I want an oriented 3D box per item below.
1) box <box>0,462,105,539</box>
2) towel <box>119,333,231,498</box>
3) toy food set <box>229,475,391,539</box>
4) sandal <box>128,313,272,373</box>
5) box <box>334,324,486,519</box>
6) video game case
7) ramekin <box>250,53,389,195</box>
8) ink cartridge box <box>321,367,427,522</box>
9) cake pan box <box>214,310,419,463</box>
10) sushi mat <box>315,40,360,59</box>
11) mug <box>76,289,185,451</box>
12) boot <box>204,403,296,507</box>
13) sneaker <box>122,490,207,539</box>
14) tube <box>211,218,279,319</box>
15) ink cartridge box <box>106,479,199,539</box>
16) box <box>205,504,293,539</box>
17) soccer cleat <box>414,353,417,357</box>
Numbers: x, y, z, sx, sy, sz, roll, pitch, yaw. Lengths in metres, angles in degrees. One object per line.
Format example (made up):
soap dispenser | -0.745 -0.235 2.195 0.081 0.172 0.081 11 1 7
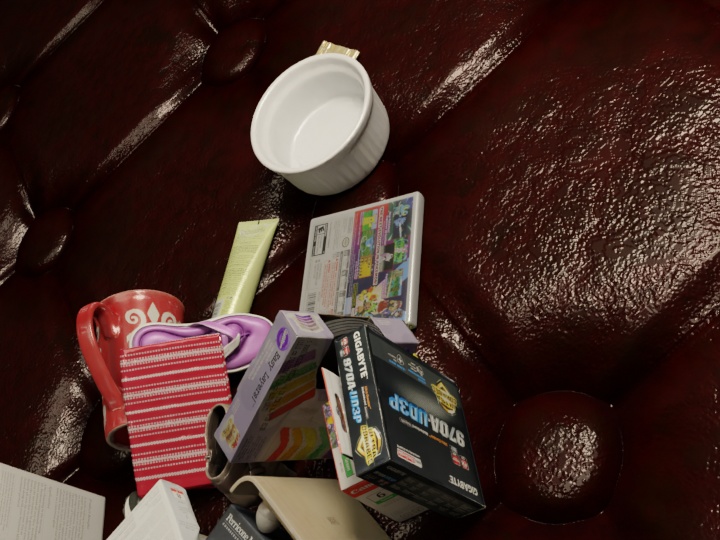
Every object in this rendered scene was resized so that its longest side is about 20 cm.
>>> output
box | -0.478 0.355 1.283 0.151 0.200 0.107 -20 55 25
towel | -0.238 0.193 1.237 0.143 0.022 0.202 -9 84 1
toy food set | -0.043 0.304 1.043 0.200 0.143 0.061 41 107 42
sandal | -0.214 0.103 1.277 0.201 0.050 0.083 -5 86 -12
box | 0.055 0.167 1.012 0.046 0.200 0.160 -28 51 23
video game case | 0.000 0.000 1.272 0.181 0.023 0.201 -12 57 30
ramekin | -0.053 -0.209 1.374 0.199 0.098 0.202 -14 59 25
ink cartridge box | 0.003 0.196 1.031 0.050 0.200 0.109 -29 50 17
cake pan box | -0.047 0.133 1.075 0.052 0.183 0.201 50 121 39
sushi mat | -0.082 -0.279 1.502 0.095 0.012 0.201 25 80 41
mug | -0.332 0.144 1.332 0.133 0.176 0.201 -44 46 43
boot | -0.133 0.197 1.165 0.070 0.146 0.201 -23 52 25
sneaker | -0.238 0.353 1.208 0.079 0.074 0.200 -45 53 -8
tube | -0.174 0.010 1.377 0.058 0.052 0.201 16 63 -7
ink cartridge box | -0.244 0.371 1.096 0.162 0.050 0.200 -48 42 8
box | -0.137 0.403 1.074 0.148 0.107 0.201 31 84 43
soccer cleat | -0.024 0.106 1.176 0.199 0.084 0.065 8 66 27
